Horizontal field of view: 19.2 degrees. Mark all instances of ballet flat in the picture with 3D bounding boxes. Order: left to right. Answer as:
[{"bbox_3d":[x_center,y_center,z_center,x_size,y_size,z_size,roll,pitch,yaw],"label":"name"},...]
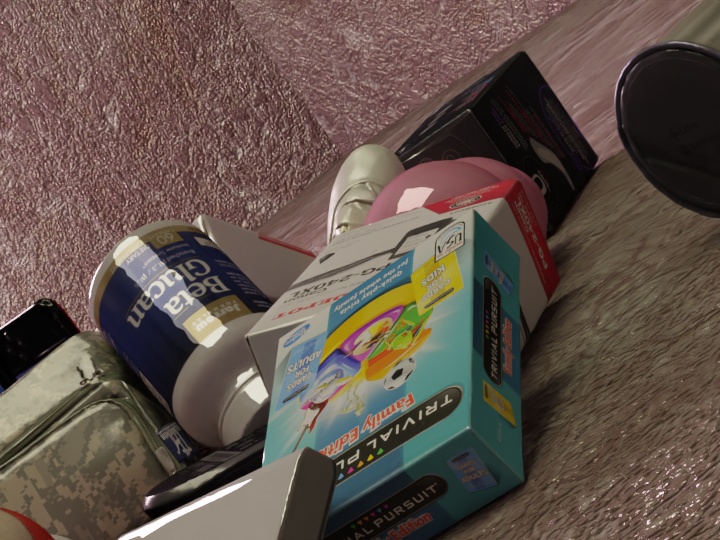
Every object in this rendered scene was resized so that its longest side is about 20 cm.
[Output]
[{"bbox_3d":[0.000,0.000,1.576,0.069,0.069,0.202,161,119,-71],"label":"ballet flat"}]

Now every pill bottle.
[{"bbox_3d":[-0.107,0.059,1.560,0.111,0.200,0.112,-24,-44,-25],"label":"pill bottle"}]

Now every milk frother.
[{"bbox_3d":[0.243,-0.172,1.248,0.188,0.201,0.180,-42,10,-36],"label":"milk frother"}]

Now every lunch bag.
[{"bbox_3d":[-0.212,0.170,1.609,0.200,0.139,0.168,-37,46,1],"label":"lunch bag"}]

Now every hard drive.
[{"bbox_3d":[-0.088,0.178,1.099,0.200,0.026,0.133,-29,39,50],"label":"hard drive"}]

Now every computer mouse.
[{"bbox_3d":[-0.049,0.130,1.425,0.199,0.053,0.138,-27,5,-13],"label":"computer mouse"}]

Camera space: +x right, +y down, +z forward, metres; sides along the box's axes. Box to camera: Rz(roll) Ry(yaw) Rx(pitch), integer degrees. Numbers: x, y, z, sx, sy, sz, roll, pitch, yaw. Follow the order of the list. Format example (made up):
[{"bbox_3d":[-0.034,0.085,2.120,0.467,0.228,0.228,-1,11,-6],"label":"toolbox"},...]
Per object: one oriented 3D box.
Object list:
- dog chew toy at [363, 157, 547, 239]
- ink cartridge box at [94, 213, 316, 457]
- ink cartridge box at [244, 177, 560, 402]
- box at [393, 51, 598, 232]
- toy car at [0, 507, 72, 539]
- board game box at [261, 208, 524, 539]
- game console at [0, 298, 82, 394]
[{"bbox_3d":[0.080,-0.026,1.549,0.124,0.125,0.200,-34,-2,26],"label":"dog chew toy"},{"bbox_3d":[-0.132,0.064,1.750,0.200,0.085,0.145,-45,-37,23],"label":"ink cartridge box"},{"bbox_3d":[0.031,0.025,1.358,0.144,0.084,0.200,-17,14,22],"label":"ink cartridge box"},{"bbox_3d":[0.109,-0.087,1.781,0.106,0.123,0.200,-34,6,25],"label":"box"},{"bbox_3d":[-0.236,0.229,1.383,0.176,0.185,0.200,-36,-23,16],"label":"toy car"},{"bbox_3d":[0.016,0.073,1.160,0.151,0.047,0.201,-35,26,23],"label":"board game box"},{"bbox_3d":[-0.284,0.154,1.850,0.172,0.200,0.119,-30,10,46],"label":"game console"}]
